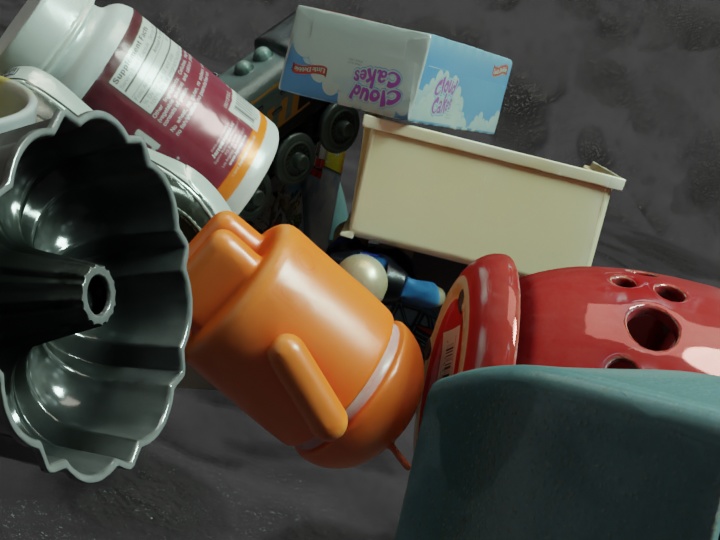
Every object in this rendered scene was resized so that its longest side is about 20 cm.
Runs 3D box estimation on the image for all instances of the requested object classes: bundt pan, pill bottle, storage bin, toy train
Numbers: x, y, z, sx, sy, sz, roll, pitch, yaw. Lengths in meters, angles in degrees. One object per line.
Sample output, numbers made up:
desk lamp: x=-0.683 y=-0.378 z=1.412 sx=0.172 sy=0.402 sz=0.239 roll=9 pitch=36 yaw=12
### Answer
bundt pan: x=-0.175 y=0.014 z=0.771 sx=0.075 sy=0.205 sz=0.201 roll=-1 pitch=3 yaw=24
pill bottle: x=-0.167 y=-0.118 z=1.008 sx=0.199 sy=0.115 sz=0.114 roll=37 pitch=5 yaw=-21
storage bin: x=0.092 y=-0.061 z=1.115 sx=0.197 sy=0.095 sz=0.199 roll=13 pitch=9 yaw=1
toy train: x=-0.081 y=-0.128 z=1.156 sx=0.199 sy=0.115 sz=0.085 roll=-39 pitch=42 yaw=-26

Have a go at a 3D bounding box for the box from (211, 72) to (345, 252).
box: x=-0.091 y=-0.061 z=1.220 sx=0.135 sy=0.203 sz=0.038 roll=16 pitch=-23 yaw=-12

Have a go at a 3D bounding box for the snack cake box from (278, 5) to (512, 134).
snack cake box: x=0.034 y=-0.157 z=1.105 sx=0.114 sy=0.068 sz=0.199 roll=18 pitch=10 yaw=23

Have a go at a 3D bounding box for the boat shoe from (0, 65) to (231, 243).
boat shoe: x=-0.173 y=-0.054 z=0.943 sx=0.199 sy=0.071 sz=0.064 roll=34 pitch=38 yaw=-17

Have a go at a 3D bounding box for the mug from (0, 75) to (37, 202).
mug: x=-0.271 y=-0.040 z=0.852 sx=0.147 sy=0.155 sz=0.187 roll=8 pitch=20 yaw=2

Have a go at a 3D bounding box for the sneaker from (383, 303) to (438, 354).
sneaker: x=0.055 y=0.071 z=1.150 sx=0.197 sy=0.080 sz=0.096 roll=16 pitch=15 yaw=-23

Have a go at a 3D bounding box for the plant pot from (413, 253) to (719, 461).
plant pot: x=0.137 y=0.091 z=0.917 sx=0.180 sy=0.203 sz=0.201 roll=13 pitch=13 yaw=-8

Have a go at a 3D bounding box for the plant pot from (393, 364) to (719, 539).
plant pot: x=0.128 y=0.141 z=0.723 sx=0.198 sy=0.199 sz=0.194 roll=18 pitch=8 yaw=39

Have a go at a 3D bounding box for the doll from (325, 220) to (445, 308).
doll: x=0.000 y=0.000 z=1.061 sx=0.134 sy=0.049 sz=0.200 roll=13 pitch=9 yaw=0

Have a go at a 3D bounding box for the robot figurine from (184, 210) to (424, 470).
robot figurine: x=-0.038 y=0.052 z=0.916 sx=0.200 sy=0.117 sz=0.143 roll=41 pitch=-25 yaw=-16

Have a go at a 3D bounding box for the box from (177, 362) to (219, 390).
box: x=-0.122 y=0.034 z=1.009 sx=0.198 sy=0.079 sz=0.095 roll=8 pitch=17 yaw=-46

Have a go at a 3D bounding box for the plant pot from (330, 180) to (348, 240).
plant pot: x=-0.091 y=-0.057 z=1.327 sx=0.197 sy=0.136 sz=0.200 roll=19 pitch=12 yaw=-4

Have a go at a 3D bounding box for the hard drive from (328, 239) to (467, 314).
hard drive: x=0.071 y=0.030 z=1.237 sx=0.197 sy=0.043 sz=0.135 roll=9 pitch=-26 yaw=13
